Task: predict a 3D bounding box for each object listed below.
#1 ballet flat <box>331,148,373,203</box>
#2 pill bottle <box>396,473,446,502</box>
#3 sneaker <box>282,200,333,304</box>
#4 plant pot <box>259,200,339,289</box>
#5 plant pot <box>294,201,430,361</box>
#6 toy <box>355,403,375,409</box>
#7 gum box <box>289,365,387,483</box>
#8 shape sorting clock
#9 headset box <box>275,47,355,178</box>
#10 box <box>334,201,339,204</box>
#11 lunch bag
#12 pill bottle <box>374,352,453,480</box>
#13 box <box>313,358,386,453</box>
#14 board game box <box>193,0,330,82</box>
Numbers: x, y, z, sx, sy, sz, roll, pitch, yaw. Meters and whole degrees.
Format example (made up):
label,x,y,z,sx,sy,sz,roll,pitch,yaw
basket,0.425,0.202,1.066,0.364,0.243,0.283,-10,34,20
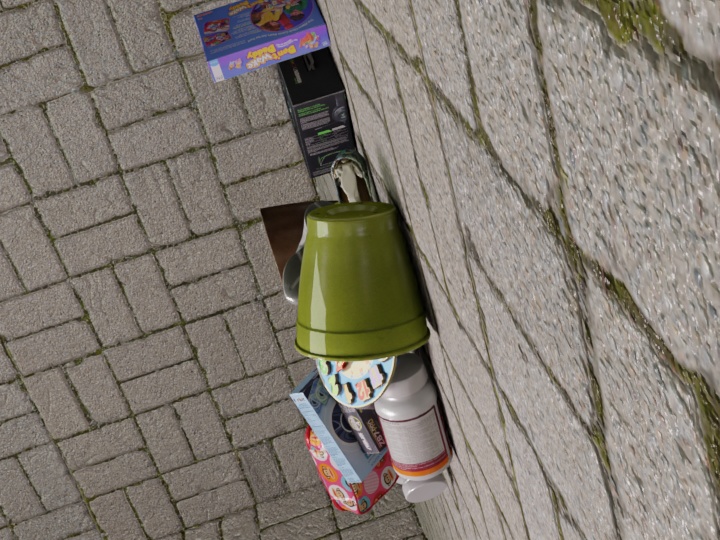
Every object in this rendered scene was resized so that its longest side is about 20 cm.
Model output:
label,x,y,z,sx,sy,sz,roll,pitch,yaw
ballet flat,-0.007,-0.099,1.636,0.074,0.074,0.201,176,77,-87
pill bottle,0.099,0.352,1.992,0.113,0.112,0.201,77,174,-56
sneaker,-0.076,-0.017,1.638,0.080,0.070,0.201,95,-170,-53
plant pot,-0.078,-0.062,1.984,0.187,0.199,0.188,163,90,-87
plant pot,-0.004,0.006,1.432,0.200,0.199,0.194,-120,25,-75
toy,0.019,0.135,1.716,0.115,0.047,0.201,15,-95,-61
gum box,-0.014,0.248,1.796,0.044,0.170,0.201,-15,112,48
shape sorting clock,-0.013,0.123,1.629,0.199,0.039,0.202,4,96,46
headset box,-0.081,-0.295,1.728,0.200,0.092,0.175,77,174,-54
box,-0.031,-0.058,1.866,0.048,0.121,0.201,52,165,38
lunch bag,-0.003,0.334,1.877,0.082,0.176,0.201,-3,116,44
pill bottle,0.085,0.247,1.696,0.110,0.109,0.201,-115,8,-65
box,0.025,0.198,1.779,0.049,0.161,0.201,-16,107,48
board game box,-0.163,-0.394,1.641,0.045,0.199,0.135,75,176,-50
